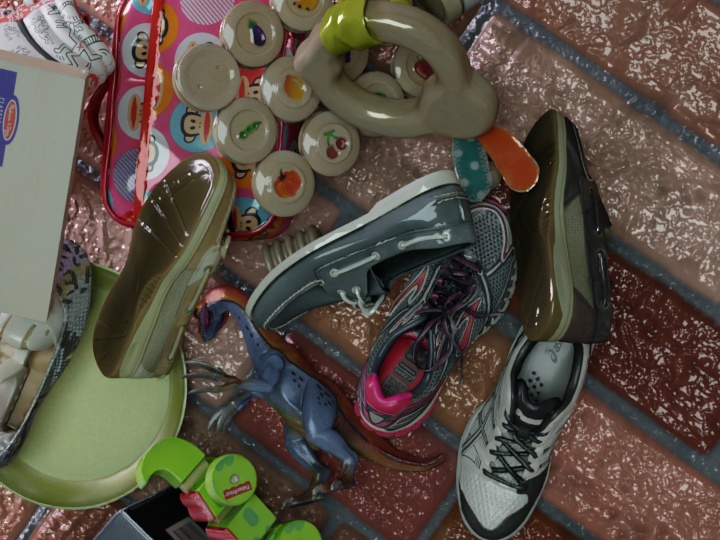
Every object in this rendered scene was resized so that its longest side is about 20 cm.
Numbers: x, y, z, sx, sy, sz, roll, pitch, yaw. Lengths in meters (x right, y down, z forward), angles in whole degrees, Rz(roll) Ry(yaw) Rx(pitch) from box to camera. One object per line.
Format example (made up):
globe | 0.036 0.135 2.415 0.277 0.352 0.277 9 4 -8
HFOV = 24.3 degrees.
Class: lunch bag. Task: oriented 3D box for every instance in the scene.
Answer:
lunch bag | -0.133 -0.127 1.322 0.174 0.082 0.202 5 90 13

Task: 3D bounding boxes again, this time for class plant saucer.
plant saucer | -0.234 0.092 1.362 0.198 0.031 0.202 0 91 8

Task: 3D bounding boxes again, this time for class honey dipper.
honey dipper | 0.019 -0.039 1.315 0.198 0.038 0.038 -22 87 10

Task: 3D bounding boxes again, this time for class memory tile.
memory tile | -0.034 -0.152 1.271 0.200 0.017 0.154 -41 107 -18

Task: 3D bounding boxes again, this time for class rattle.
rattle | 0.055 -0.159 1.262 0.199 0.144 0.130 25 127 -17

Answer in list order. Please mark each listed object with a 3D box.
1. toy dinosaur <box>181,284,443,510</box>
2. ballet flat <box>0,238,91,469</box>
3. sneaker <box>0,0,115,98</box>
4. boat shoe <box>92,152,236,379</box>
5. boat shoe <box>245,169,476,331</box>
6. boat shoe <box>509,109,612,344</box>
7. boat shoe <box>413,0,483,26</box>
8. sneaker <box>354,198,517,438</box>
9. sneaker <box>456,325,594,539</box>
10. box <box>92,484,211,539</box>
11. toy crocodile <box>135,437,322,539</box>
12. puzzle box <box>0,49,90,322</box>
toy dinosaur | -0.059 0.094 1.331 0.198 0.105 0.183 -9 77 -25
ballet flat | -0.269 0.070 1.318 0.071 0.072 0.202 25 94 8
sneaker | -0.282 -0.184 1.309 0.201 0.067 0.108 36 69 25
boat shoe | -0.138 0.000 1.273 0.073 0.063 0.202 51 122 44
boat shoe | 0.000 0.000 1.263 0.199 0.073 0.062 -33 75 17
boat shoe | 0.155 -0.029 1.253 0.065 0.072 0.202 17 52 -18
boat shoe | 0.033 -0.284 1.300 0.068 0.075 0.201 -35 83 -12
sneaker | 0.064 0.035 1.278 0.080 0.075 0.201 26 76 7
sneaker | 0.121 0.114 1.277 0.075 0.088 0.202 19 95 7
box | -0.191 0.282 1.298 0.107 0.148 0.200 42 96 7
toy crocodile | -0.089 0.200 1.299 0.200 0.067 0.062 46 65 -15
puzzle box | -0.280 -0.068 1.244 0.132 0.025 0.202 13 113 -3
